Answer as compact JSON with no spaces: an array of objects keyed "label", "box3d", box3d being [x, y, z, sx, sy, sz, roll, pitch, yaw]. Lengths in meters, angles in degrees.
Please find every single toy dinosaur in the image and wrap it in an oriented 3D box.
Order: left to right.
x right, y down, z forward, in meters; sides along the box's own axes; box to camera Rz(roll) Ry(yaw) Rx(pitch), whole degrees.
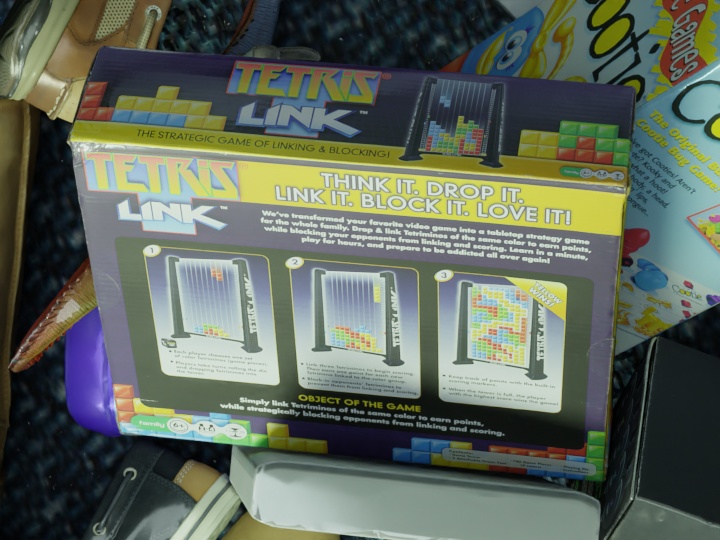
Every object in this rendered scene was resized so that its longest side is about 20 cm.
[{"label":"toy dinosaur","box3d":[-0.068,-0.067,0.940,0.199,0.105,0.182,-9,56,6]}]

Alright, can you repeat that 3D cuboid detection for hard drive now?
[{"label":"hard drive","box3d":[0.015,0.092,0.901,0.131,0.200,0.027,7,88,-6]}]

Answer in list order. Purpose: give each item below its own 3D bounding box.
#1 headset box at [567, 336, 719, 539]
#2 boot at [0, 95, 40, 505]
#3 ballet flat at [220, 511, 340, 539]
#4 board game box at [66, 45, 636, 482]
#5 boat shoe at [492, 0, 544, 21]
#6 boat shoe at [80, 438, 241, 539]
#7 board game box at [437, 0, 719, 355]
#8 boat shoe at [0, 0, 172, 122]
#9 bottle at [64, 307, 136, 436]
[{"label":"headset box","box3d":[0.164,0.139,0.895,0.174,0.093,0.200,19,134,-3]},{"label":"boot","box3d":[-0.183,0.021,0.946,0.066,0.175,0.201,7,101,-6]},{"label":"ballet flat","box3d":[-0.070,0.197,1.005,0.068,0.063,0.200,29,99,3]},{"label":"board game box","box3d":[0.000,0.000,0.817,0.199,0.057,0.166,6,136,7]},{"label":"boat shoe","box3d":[0.096,-0.129,0.942,0.199,0.074,0.068,43,97,-1]},{"label":"boat shoe","box3d":[-0.136,0.164,1.006,0.062,0.075,0.200,37,93,4]},{"label":"board game box","box3d":[0.107,-0.048,0.861,0.105,0.103,0.200,36,134,-27]},{"label":"boat shoe","box3d":[-0.090,-0.150,0.953,0.074,0.076,0.200,31,79,-14]},{"label":"bottle","box3d":[-0.032,0.034,0.979,0.199,0.065,0.084,0,86,7]}]
